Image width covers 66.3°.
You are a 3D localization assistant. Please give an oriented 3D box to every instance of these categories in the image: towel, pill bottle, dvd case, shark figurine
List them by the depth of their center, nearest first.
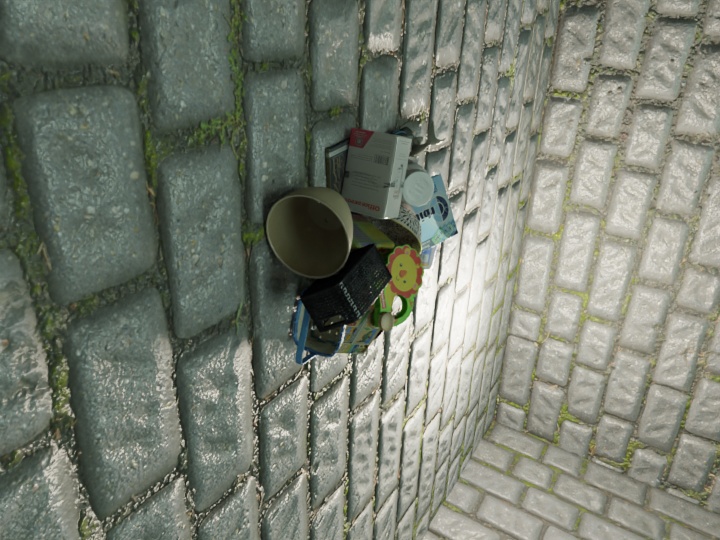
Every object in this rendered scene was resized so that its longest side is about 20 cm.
[{"bbox_3d":[-0.010,-0.098,1.402,0.197,0.143,0.023,-4,131,-51],"label":"towel"},{"bbox_3d":[-0.040,-0.236,1.437,0.148,0.016,0.205,-38,135,-48],"label":"dvd case"},{"bbox_3d":[0.128,-0.244,1.507,0.201,0.106,0.113,-121,-151,-66],"label":"pill bottle"},{"bbox_3d":[0.158,-0.382,1.642,0.127,0.214,0.090,-40,103,-3],"label":"shark figurine"},{"bbox_3d":[0.211,-0.115,1.861,0.111,0.110,0.206,-4,107,-60],"label":"pill bottle"}]

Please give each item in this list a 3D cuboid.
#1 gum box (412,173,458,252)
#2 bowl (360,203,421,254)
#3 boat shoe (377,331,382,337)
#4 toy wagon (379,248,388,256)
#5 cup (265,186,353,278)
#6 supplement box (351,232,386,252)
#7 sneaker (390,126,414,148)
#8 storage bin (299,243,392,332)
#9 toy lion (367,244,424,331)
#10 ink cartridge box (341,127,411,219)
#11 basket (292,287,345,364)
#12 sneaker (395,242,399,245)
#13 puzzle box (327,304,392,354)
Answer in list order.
[{"bbox_3d":[0.216,-0.183,1.765,0.167,0.044,0.205,-25,103,-29],"label":"gum box"},{"bbox_3d":[0.099,-0.134,1.550,0.096,0.197,0.202,-62,149,-20],"label":"bowl"},{"bbox_3d":[0.005,0.202,1.695,0.199,0.058,0.074,-26,127,-55],"label":"boat shoe"},{"bbox_3d":[0.071,0.037,1.539,0.154,0.039,0.206,22,83,-63],"label":"toy wagon"},{"bbox_3d":[-0.095,-0.108,1.240,0.144,0.195,0.205,-60,152,-52],"label":"cup"},{"bbox_3d":[0.000,0.000,1.538,0.130,0.101,0.205,-35,133,-49],"label":"supplement box"},{"bbox_3d":[0.107,-0.319,1.631,0.080,0.073,0.205,-19,123,-29],"label":"sneaker"},{"bbox_3d":[-0.030,0.037,1.255,0.095,0.133,0.200,59,39,-13],"label":"storage bin"},{"bbox_3d":[0.096,0.039,1.460,0.188,0.068,0.206,-15,100,-35],"label":"toy lion"},{"bbox_3d":[0.036,-0.246,1.400,0.082,0.144,0.206,-10,113,-56],"label":"ink cartridge box"},{"bbox_3d":[-0.104,0.132,1.364,0.200,0.135,0.182,0,103,-78],"label":"basket"},{"bbox_3d":[0.122,-0.090,1.664,0.204,0.059,0.104,66,23,-5],"label":"sneaker"},{"bbox_3d":[-0.009,0.161,1.525,0.130,0.026,0.202,6,134,-28],"label":"puzzle box"}]
